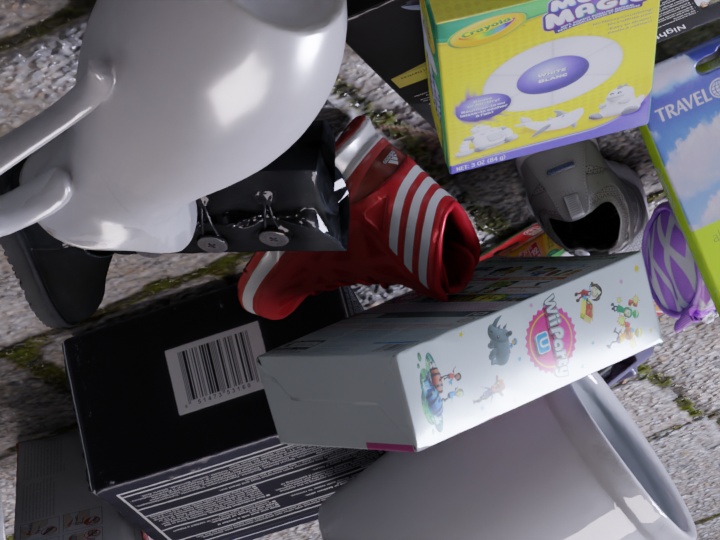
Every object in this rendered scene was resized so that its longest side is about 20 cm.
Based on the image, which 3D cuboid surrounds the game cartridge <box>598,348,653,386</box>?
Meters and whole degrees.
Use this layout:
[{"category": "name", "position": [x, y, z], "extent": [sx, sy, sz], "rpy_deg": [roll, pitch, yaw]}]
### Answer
[{"category": "game cartridge", "position": [0.126, 0.108, 1.656], "extent": [0.130, 0.038, 0.200], "rpy_deg": [-31, 180, 40]}]

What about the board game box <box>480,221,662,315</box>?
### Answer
[{"category": "board game box", "position": [0.160, 0.007, 1.584], "extent": [0.200, 0.030, 0.095], "rpy_deg": [15, 144, -44]}]

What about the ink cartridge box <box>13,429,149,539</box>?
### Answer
[{"category": "ink cartridge box", "position": [-0.194, 0.236, 1.599], "extent": [0.084, 0.200, 0.176], "rpy_deg": [-13, 112, -2]}]

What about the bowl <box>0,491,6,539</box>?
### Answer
[{"category": "bowl", "position": [-0.287, 0.176, 1.488], "extent": [0.090, 0.201, 0.201], "rpy_deg": [-5, 155, -10]}]

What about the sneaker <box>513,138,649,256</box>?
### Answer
[{"category": "sneaker", "position": [0.144, -0.032, 1.416], "extent": [0.075, 0.082, 0.200], "rpy_deg": [-21, 155, 16]}]

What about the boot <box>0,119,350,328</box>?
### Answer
[{"category": "boot", "position": [-0.103, -0.024, 1.285], "extent": [0.200, 0.066, 0.165], "rpy_deg": [-8, 156, 6]}]

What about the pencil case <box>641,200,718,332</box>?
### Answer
[{"category": "pencil case", "position": [0.281, -0.016, 1.420], "extent": [0.200, 0.086, 0.084], "rpy_deg": [-11, 153, -16]}]

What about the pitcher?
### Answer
[{"category": "pitcher", "position": [-0.108, -0.084, 1.083], "extent": [0.171, 0.121, 0.200], "rpy_deg": [-17, 158, -43]}]

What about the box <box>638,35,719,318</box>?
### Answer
[{"category": "box", "position": [0.247, -0.057, 1.324], "extent": [0.122, 0.200, 0.048], "rpy_deg": [-25, -162, 2]}]

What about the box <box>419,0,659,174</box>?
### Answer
[{"category": "box", "position": [0.090, -0.122, 1.100], "extent": [0.117, 0.048, 0.200], "rpy_deg": [-15, 155, 0]}]

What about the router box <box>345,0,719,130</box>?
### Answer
[{"category": "router box", "position": [0.095, -0.156, 1.150], "extent": [0.200, 0.052, 0.157], "rpy_deg": [-21, 156, 15]}]

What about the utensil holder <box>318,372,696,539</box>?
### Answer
[{"category": "utensil holder", "position": [0.095, 0.164, 1.464], "extent": [0.200, 0.170, 0.170], "rpy_deg": [-35, 152, 10]}]

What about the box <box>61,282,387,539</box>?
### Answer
[{"category": "box", "position": [-0.079, 0.101, 1.536], "extent": [0.200, 0.123, 0.198], "rpy_deg": [-18, 155, 5]}]

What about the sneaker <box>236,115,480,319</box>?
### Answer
[{"category": "sneaker", "position": [0.000, 0.000, 1.348], "extent": [0.078, 0.115, 0.200], "rpy_deg": [-50, 176, -31]}]

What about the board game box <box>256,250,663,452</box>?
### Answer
[{"category": "board game box", "position": [0.060, 0.047, 1.330], "extent": [0.200, 0.064, 0.147], "rpy_deg": [-22, -168, -33]}]
